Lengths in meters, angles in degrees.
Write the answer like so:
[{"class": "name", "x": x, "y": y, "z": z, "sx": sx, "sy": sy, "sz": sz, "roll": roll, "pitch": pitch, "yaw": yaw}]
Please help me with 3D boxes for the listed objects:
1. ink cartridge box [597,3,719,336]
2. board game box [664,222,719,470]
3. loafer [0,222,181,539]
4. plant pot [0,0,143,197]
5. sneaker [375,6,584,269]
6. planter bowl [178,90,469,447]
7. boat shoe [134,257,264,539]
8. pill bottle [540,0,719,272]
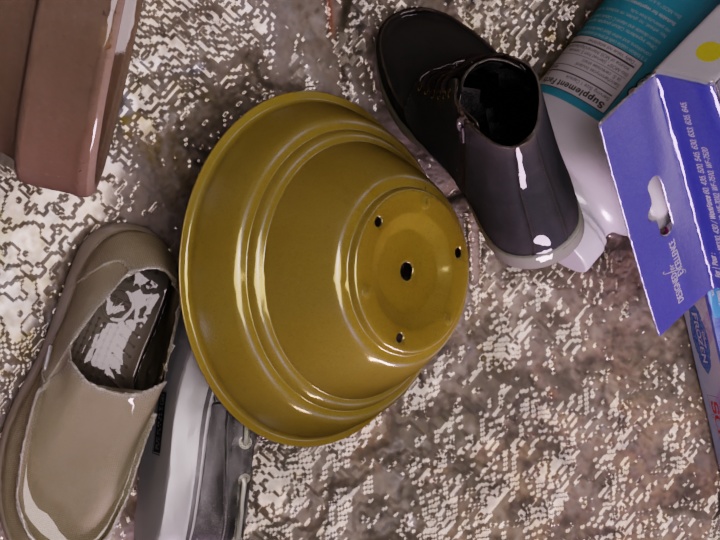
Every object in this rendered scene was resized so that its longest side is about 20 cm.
[{"class": "ink cartridge box", "x": 0.231, "y": -0.078, "z": 1.667, "sx": 0.200, "sy": 0.047, "sz": 0.198, "roll": -46, "pitch": 143, "yaw": -19}, {"class": "board game box", "x": 0.300, "y": 0.034, "z": 1.800, "sx": 0.199, "sy": 0.041, "sz": 0.200, "roll": -17, "pitch": 100, "yaw": -17}, {"class": "loafer", "x": -0.149, "y": 0.071, "z": 1.632, "sx": 0.076, "sy": 0.068, "sz": 0.200, "roll": 14, "pitch": 90, "yaw": -20}, {"class": "plant pot", "x": -0.204, "y": -0.153, "z": 1.546, "sx": 0.175, "sy": 0.200, "sz": 0.200, "roll": 13, "pitch": 90, "yaw": -3}, {"class": "sneaker", "x": 0.062, "y": -0.103, "z": 1.619, "sx": 0.075, "sy": 0.200, "sz": 0.106, "roll": -26, "pitch": 140, "yaw": -9}, {"class": "planter bowl", "x": 0.000, "y": 0.000, "z": 1.629, "sx": 0.200, "sy": 0.083, "sz": 0.200, "roll": -2, "pitch": 92, "yaw": -45}, {"class": "boat shoe", "x": -0.081, "y": 0.068, "z": 1.660, "sx": 0.064, "sy": 0.071, "sz": 0.200, "roll": 7, "pitch": 98, "yaw": -22}, {"class": "pill bottle", "x": 0.164, "y": -0.097, "z": 1.705, "sx": 0.111, "sy": 0.111, "sz": 0.200, "roll": 41, "pitch": 82, "yaw": -18}]
